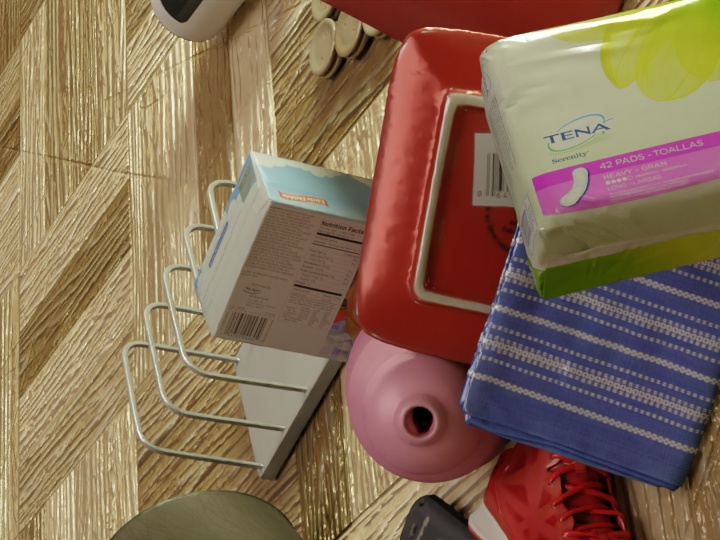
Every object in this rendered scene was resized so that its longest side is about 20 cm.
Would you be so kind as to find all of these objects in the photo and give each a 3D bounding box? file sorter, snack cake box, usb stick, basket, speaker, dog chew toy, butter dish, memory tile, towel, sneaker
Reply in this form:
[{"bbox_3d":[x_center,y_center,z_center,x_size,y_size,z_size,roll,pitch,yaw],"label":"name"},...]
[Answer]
[{"bbox_3d":[-0.097,0.045,1.861,0.200,0.124,0.139,-60,31,34],"label":"file sorter"},{"bbox_3d":[0.000,0.000,1.582,0.115,0.199,0.067,-65,27,26],"label":"snack cake box"},{"bbox_3d":[0.077,0.203,1.531,0.200,0.032,0.056,33,110,64],"label":"usb stick"},{"bbox_3d":[-0.081,0.258,1.691,0.200,0.179,0.137,26,117,59],"label":"basket"},{"bbox_3d":[-0.118,-0.295,2.105,0.200,0.081,0.082,-43,42,50],"label":"speaker"},{"bbox_3d":[0.046,0.080,1.484,0.200,0.124,0.125,-43,-33,-82],"label":"dog chew toy"},{"bbox_3d":[0.112,-0.044,1.432,0.148,0.199,0.201,-46,-33,-76],"label":"butter dish"},{"bbox_3d":[-0.002,-0.270,1.922,0.153,0.017,0.201,-31,53,58],"label":"memory tile"},{"bbox_3d":[0.150,0.017,1.344,0.024,0.144,0.201,-34,-38,-75],"label":"towel"},{"bbox_3d":[0.128,0.136,1.402,0.200,0.078,0.116,31,109,63],"label":"sneaker"}]

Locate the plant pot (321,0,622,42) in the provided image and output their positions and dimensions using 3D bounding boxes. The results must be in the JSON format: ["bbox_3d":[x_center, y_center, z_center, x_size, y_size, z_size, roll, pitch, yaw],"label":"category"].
[{"bbox_3d":[0.066,-0.234,1.572,0.200,0.176,0.202,-39,45,54],"label":"plant pot"}]

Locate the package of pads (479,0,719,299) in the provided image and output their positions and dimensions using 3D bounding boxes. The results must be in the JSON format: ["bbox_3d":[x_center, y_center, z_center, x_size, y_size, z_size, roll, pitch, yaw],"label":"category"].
[{"bbox_3d":[0.174,-0.079,1.262,0.068,0.199,0.155,78,178,-48],"label":"package of pads"}]
